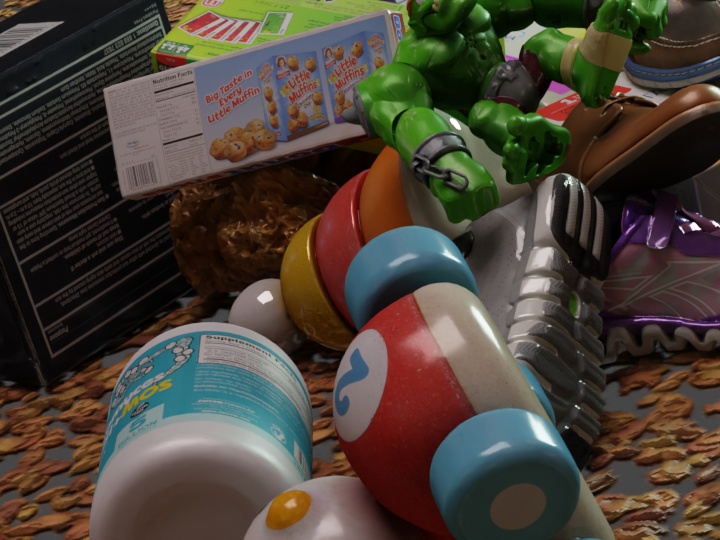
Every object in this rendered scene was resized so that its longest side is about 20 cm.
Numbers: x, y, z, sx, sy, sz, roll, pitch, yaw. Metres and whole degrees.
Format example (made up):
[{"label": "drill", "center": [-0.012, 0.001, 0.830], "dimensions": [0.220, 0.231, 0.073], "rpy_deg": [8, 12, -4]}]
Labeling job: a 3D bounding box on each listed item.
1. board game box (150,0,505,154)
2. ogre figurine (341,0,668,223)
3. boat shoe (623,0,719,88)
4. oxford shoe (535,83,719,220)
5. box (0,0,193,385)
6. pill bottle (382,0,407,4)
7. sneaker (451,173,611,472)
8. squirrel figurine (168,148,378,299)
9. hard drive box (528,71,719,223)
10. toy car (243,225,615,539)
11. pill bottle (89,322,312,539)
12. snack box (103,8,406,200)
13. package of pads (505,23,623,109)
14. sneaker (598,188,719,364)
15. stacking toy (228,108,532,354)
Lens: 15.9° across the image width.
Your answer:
[{"label": "board game box", "center": [-0.019, -0.129, 1.628], "dimensions": [0.200, 0.048, 0.102], "rpy_deg": [12, 41, 24]}, {"label": "ogre figurine", "center": [0.074, -0.109, 1.439], "dimensions": [0.120, 0.098, 0.200], "rpy_deg": [22, 72, 31]}, {"label": "boat shoe", "center": [0.189, -0.170, 1.653], "dimensions": [0.072, 0.072, 0.200], "rpy_deg": [-20, 21, -11]}, {"label": "oxford shoe", "center": [0.148, -0.074, 1.465], "dimensions": [0.071, 0.071, 0.200], "rpy_deg": [-6, -13, -26]}, {"label": "box", "center": [-0.207, -0.058, 1.700], "dimensions": [0.123, 0.199, 0.200], "rpy_deg": [2, 27, 45]}, {"label": "pill bottle", "center": [-0.001, -0.178, 1.974], "dimensions": [0.200, 0.112, 0.111], "rpy_deg": [-30, 25, -30]}, {"label": "sneaker", "center": [0.069, 0.047, 1.384], "dimensions": [0.115, 0.075, 0.200], "rpy_deg": [-18, 43, 36]}, {"label": "squirrel figurine", "center": [-0.018, -0.046, 1.666], "dimensions": [0.187, 0.142, 0.200], "rpy_deg": [13, 43, 33]}, {"label": "hard drive box", "center": [0.212, -0.069, 1.593], "dimensions": [0.156, 0.077, 0.200], "rpy_deg": [-25, 22, -24]}, {"label": "toy car", "center": [0.003, 0.117, 1.178], "dimensions": [0.200, 0.177, 0.184], "rpy_deg": [-30, 36, 3]}, {"label": "pill bottle", "center": [-0.080, 0.097, 1.344], "dimensions": [0.111, 0.111, 0.200], "rpy_deg": [-15, 20, 4]}, {"label": "snack box", "center": [-0.062, -0.100, 1.574], "dimensions": [0.200, 0.072, 0.024], "rpy_deg": [-13, -8, 23]}, {"label": "package of pads", "center": [0.152, -0.135, 1.813], "dimensions": [0.154, 0.068, 0.200], "rpy_deg": [-25, 23, -20]}, {"label": "sneaker", "center": [0.182, -0.004, 1.437], "dimensions": [0.200, 0.089, 0.080], "rpy_deg": [-9, 21, 16]}, {"label": "stacking toy", "center": [0.000, 0.000, 1.542], "dimensions": [0.200, 0.146, 0.146], "rpy_deg": [-24, 16, 26]}]
